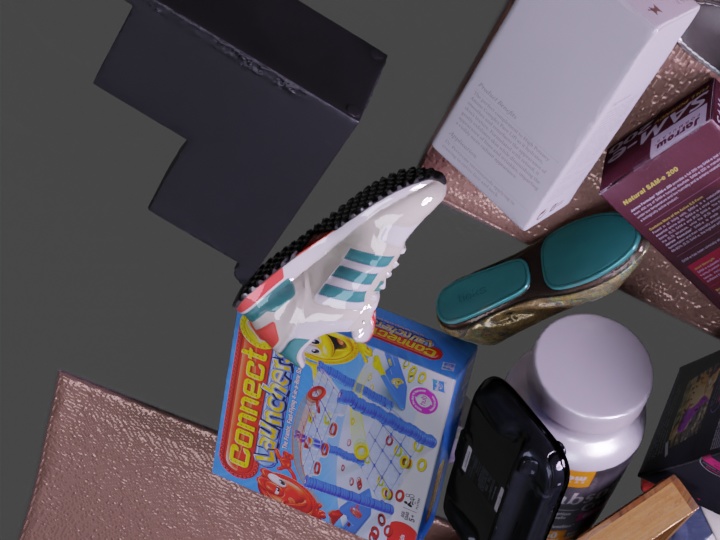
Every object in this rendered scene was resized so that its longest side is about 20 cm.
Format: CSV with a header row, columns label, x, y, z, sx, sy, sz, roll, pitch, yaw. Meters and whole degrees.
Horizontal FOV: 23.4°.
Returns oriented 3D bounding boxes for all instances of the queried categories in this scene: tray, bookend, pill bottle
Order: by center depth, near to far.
label,x,y,z,sx,sy,sz,roll,pitch,yaw
bookend,-0.117,-0.123,1.322,0.198,0.092,0.200,30,131,-7
pill bottle,0.163,0.129,1.401,0.116,0.117,0.200,16,144,2
tray,0.209,0.228,1.429,0.037,0.098,0.200,55,168,15

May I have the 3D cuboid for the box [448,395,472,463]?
label,x,y,z,sx,sy,sz,roll,pitch,yaw
box,0.017,0.163,1.552,0.199,0.042,0.039,-19,120,29

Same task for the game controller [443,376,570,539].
label,x,y,z,sx,sy,sz,roll,pitch,yaw
game controller,0.111,0.168,1.356,0.042,0.105,0.200,-17,146,-21

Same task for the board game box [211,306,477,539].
label,x,y,z,sx,sy,sz,roll,pitch,yaw
board game box,-0.017,0.120,1.476,0.195,0.056,0.201,21,124,14

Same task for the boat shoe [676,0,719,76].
label,x,y,z,sx,sy,sz,roll,pitch,yaw
boat shoe,0.298,-0.144,1.209,0.200,0.061,0.072,23,131,-4

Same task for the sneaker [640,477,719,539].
label,x,y,z,sx,sy,sz,roll,pitch,yaw
sneaker,0.301,0.239,1.520,0.084,0.075,0.201,-8,120,30

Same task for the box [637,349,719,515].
label,x,y,z,sx,sy,sz,roll,pitch,yaw
box,0.316,0.128,1.339,0.122,0.106,0.200,26,164,-5

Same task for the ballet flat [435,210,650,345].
label,x,y,z,sx,sy,sz,roll,pitch,yaw
ballet flat,0.153,0.009,1.380,0.199,0.071,0.071,-24,119,30

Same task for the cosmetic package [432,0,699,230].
label,x,y,z,sx,sy,sz,roll,pitch,yaw
cosmetic package,0.142,-0.136,1.232,0.102,0.074,0.200,44,131,14

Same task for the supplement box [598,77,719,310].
label,x,y,z,sx,sy,sz,roll,pitch,yaw
supplement box,0.285,-0.037,1.300,0.200,0.061,0.109,42,127,-20

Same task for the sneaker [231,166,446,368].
label,x,y,z,sx,sy,sz,roll,pitch,yaw
sneaker,0.000,0.000,1.373,0.199,0.070,0.094,-35,102,12
